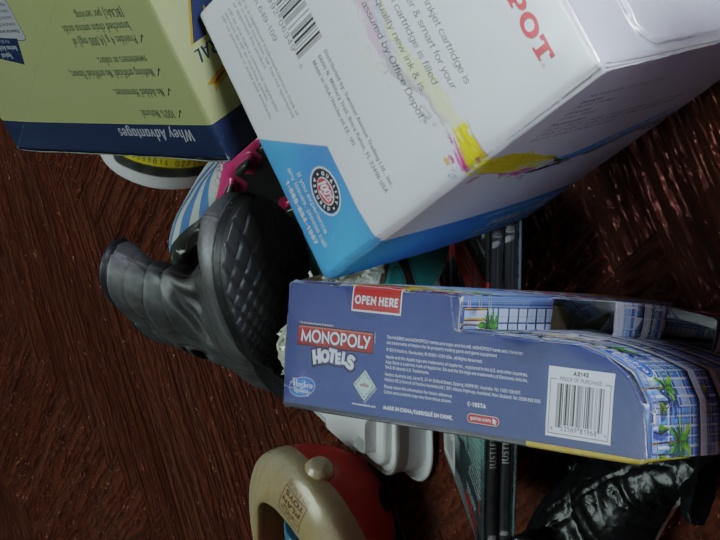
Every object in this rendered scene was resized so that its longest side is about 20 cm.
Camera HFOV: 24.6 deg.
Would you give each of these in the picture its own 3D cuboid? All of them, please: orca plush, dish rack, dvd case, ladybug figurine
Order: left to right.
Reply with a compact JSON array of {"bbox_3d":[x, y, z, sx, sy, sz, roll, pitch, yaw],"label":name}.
[{"bbox_3d":[-0.022,0.190,1.161,0.136,0.072,0.200,49,153,29],"label":"ladybug figurine"},{"bbox_3d":[-0.006,0.034,1.128,0.172,0.043,0.200,33,129,57],"label":"dish rack"},{"bbox_3d":[0.067,0.042,0.945,0.146,0.022,0.200,-110,19,-71],"label":"dvd case"},{"bbox_3d":[0.118,0.149,0.870,0.200,0.071,0.105,-41,62,62],"label":"orca plush"}]

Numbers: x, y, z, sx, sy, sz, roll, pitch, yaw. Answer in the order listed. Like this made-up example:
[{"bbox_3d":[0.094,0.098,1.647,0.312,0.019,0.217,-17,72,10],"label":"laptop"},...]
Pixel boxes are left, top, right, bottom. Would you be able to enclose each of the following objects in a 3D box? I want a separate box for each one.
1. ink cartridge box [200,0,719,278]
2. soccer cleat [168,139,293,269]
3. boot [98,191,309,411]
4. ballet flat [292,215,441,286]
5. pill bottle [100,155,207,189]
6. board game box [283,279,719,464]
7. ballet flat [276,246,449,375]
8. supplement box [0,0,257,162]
[{"bbox_3d":[0.058,-0.114,0.741,0.200,0.146,0.147,-36,75,48],"label":"ink cartridge box"},{"bbox_3d":[-0.056,-0.064,0.984,0.200,0.070,0.086,-41,31,43],"label":"soccer cleat"},{"bbox_3d":[-0.094,0.010,0.925,0.131,0.070,0.200,20,154,21],"label":"boot"},{"bbox_3d":[0.009,0.004,0.992,0.200,0.074,0.074,-118,29,-49],"label":"ballet flat"},{"bbox_3d":[-0.142,-0.172,1.261,0.111,0.111,0.200,55,146,43],"label":"pill bottle"},{"bbox_3d":[0.105,0.042,0.758,0.200,0.200,0.062,5,92,43],"label":"board game box"},{"bbox_3d":[0.000,0.000,0.874,0.200,0.072,0.072,-62,-22,-61],"label":"ballet flat"},{"bbox_3d":[-0.127,-0.178,0.866,0.200,0.134,0.200,7,131,46],"label":"supplement box"}]
